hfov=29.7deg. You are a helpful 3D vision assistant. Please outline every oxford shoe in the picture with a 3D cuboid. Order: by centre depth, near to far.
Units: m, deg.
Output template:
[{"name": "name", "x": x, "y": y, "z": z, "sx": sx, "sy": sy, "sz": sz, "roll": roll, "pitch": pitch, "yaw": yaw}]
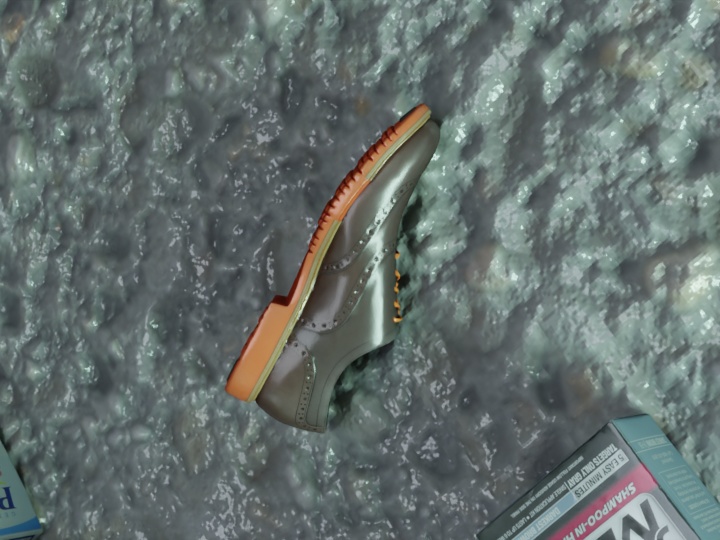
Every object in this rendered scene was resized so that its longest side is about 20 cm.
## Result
[{"name": "oxford shoe", "x": 0.000, "y": 0.000, "z": 0.781, "sx": 0.072, "sy": 0.071, "sz": 0.201, "roll": 31, "pitch": 102, "yaw": -1}]

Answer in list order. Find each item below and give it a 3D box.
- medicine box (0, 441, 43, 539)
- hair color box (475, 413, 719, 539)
[{"name": "medicine box", "x": -0.350, "y": 0.194, "z": 0.901, "sx": 0.200, "sy": 0.182, "sz": 0.103, "roll": -42, "pitch": 69, "yaw": 22}, {"name": "hair color box", "x": 0.158, "y": 0.181, "z": 0.670, "sx": 0.099, "sy": 0.060, "sz": 0.201, "roll": -44, "pitch": 68, "yaw": 21}]
